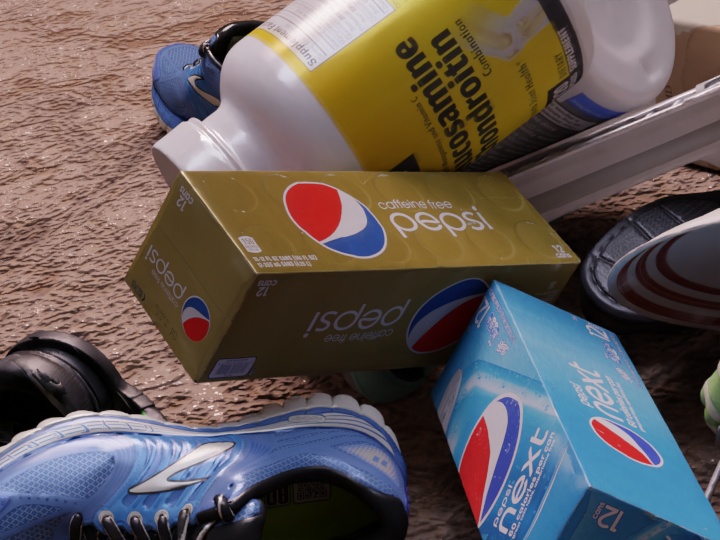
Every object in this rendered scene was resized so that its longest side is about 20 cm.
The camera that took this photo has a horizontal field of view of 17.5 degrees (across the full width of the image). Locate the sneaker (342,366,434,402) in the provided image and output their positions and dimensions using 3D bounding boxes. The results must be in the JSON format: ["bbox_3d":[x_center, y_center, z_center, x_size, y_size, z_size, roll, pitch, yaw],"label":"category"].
[{"bbox_3d":[-0.037,0.014,1.182,0.139,0.078,0.201,-20,31,13],"label":"sneaker"}]

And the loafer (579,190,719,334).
[{"bbox_3d":[0.189,-0.007,1.182,0.199,0.063,0.072,-26,60,-28],"label":"loafer"}]

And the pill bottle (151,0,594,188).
[{"bbox_3d":[0.004,-0.084,1.105,0.199,0.112,0.112,-37,30,-10],"label":"pill bottle"}]

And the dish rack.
[{"bbox_3d":[0.137,-0.058,1.219,0.199,0.044,0.172,-22,3,12],"label":"dish rack"}]

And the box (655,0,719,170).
[{"bbox_3d":[0.262,-0.098,1.306,0.077,0.096,0.199,-26,28,-35],"label":"box"}]

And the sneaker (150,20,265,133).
[{"bbox_3d":[-0.070,-0.119,1.454,0.078,0.090,0.200,-19,26,-28],"label":"sneaker"}]

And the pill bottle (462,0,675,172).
[{"bbox_3d":[0.060,-0.111,1.264,0.199,0.114,0.114,-22,10,39],"label":"pill bottle"}]

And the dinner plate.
[{"bbox_3d":[0.209,-0.007,1.043,0.198,0.024,0.200,-2,-18,-1],"label":"dinner plate"}]

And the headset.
[{"bbox_3d":[-0.168,0.062,1.065,0.123,0.095,0.199,-25,40,-35],"label":"headset"}]

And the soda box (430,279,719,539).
[{"bbox_3d":[0.085,0.079,0.957,0.067,0.064,0.200,24,17,-16],"label":"soda box"}]

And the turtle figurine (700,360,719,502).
[{"bbox_3d":[0.220,0.070,0.958,0.143,0.202,0.193,-17,-9,40],"label":"turtle figurine"}]

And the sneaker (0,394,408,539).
[{"bbox_3d":[-0.074,0.102,0.947,0.198,0.079,0.089,-11,21,-10],"label":"sneaker"}]

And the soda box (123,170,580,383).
[{"bbox_3d":[0.000,0.000,1.031,0.199,0.064,0.068,-1,42,-44],"label":"soda box"}]

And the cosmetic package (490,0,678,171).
[{"bbox_3d":[0.116,-0.127,1.433,0.112,0.082,0.200,11,28,36],"label":"cosmetic package"}]
